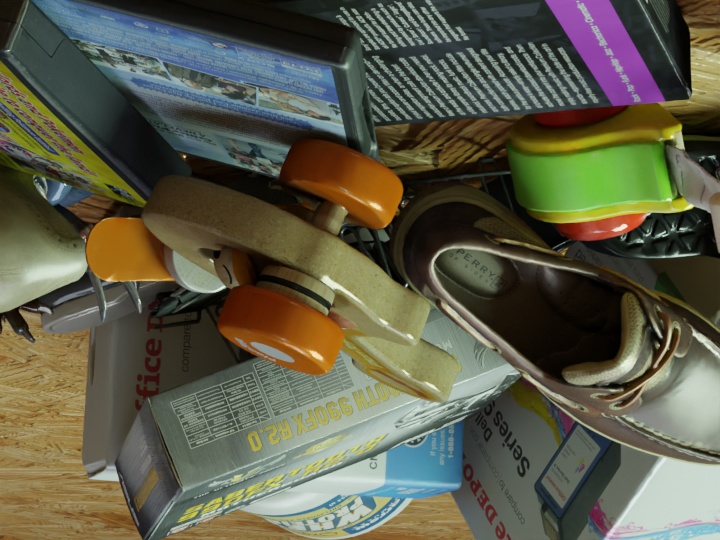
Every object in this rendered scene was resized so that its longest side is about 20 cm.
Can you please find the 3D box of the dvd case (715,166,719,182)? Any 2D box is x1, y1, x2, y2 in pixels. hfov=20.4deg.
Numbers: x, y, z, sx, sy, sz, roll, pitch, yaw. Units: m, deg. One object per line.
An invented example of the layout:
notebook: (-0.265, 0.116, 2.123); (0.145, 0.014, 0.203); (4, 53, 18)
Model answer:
dvd case: (0.259, -0.060, 0.805); (0.200, 0.016, 0.149); (14, 134, -37)

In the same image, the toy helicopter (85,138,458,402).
toy helicopter: (-0.023, 0.012, 0.826); (0.132, 0.079, 0.200); (13, 164, 33)

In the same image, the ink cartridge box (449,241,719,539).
ink cartridge box: (0.141, 0.085, 1.080); (0.087, 0.145, 0.200); (9, 125, -31)

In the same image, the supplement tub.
supplement tub: (-0.032, 0.102, 1.344); (0.144, 0.145, 0.200); (-3, 165, 15)

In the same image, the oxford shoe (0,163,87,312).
oxford shoe: (-0.180, -0.025, 0.891); (0.075, 0.071, 0.200); (-4, -156, -27)

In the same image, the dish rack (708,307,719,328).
dish rack: (0.259, 0.011, 0.937); (0.171, 0.044, 0.200); (11, 123, -31)

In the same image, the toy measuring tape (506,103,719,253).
toy measuring tape: (0.102, -0.038, 0.830); (0.073, 0.074, 0.200); (3, -163, -8)

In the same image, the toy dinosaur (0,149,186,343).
toy dinosaur: (-0.147, -0.040, 0.929); (0.199, 0.105, 0.182); (16, 143, -10)

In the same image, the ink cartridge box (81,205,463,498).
ink cartridge box: (-0.047, 0.048, 1.117); (0.199, 0.146, 0.084); (5, 170, -15)

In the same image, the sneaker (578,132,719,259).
sneaker: (0.179, -0.039, 0.973); (0.199, 0.072, 0.083); (7, -171, -17)

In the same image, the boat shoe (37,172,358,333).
boat shoe: (-0.081, -0.024, 1.022); (0.199, 0.057, 0.067); (-19, 171, 10)

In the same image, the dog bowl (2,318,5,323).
dog bowl: (-0.299, -0.001, 1.137); (0.199, 0.059, 0.200); (1, 166, 0)

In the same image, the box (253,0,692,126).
box: (0.018, -0.096, 0.781); (0.199, 0.036, 0.143); (-5, 164, 18)

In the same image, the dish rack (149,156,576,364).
dish rack: (0.000, 0.000, 0.966); (0.153, 0.055, 0.200); (-31, 169, 27)

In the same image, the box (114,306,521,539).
box: (-0.016, 0.067, 0.993); (0.199, 0.048, 0.158); (-20, 169, -18)

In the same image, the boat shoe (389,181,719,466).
boat shoe: (0.103, 0.033, 0.871); (0.200, 0.072, 0.072); (34, -172, -16)

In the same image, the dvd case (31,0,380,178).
dvd case: (-0.064, -0.072, 0.754); (0.142, 0.018, 0.200); (15, 170, 6)

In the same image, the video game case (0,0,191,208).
video game case: (-0.175, -0.081, 0.768); (0.180, 0.026, 0.200); (17, 170, 15)
